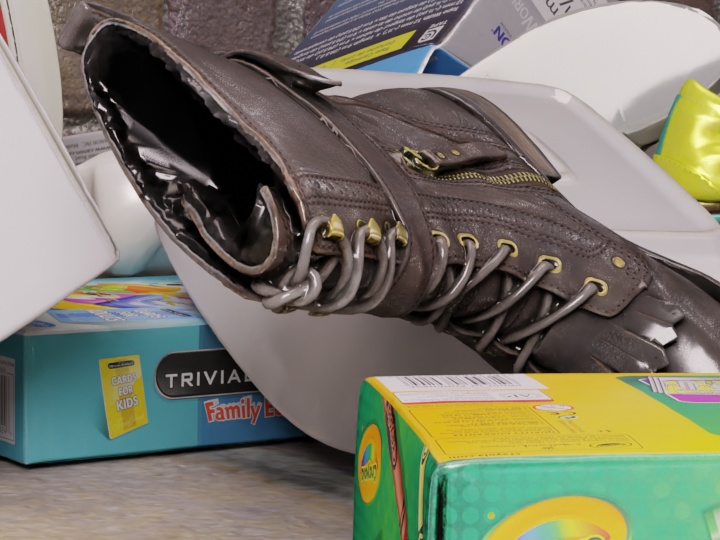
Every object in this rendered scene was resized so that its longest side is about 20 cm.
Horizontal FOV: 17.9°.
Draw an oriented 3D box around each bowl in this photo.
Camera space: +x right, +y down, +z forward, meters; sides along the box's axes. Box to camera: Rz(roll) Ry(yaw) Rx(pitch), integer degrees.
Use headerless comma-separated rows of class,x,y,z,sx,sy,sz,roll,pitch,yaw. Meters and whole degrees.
bowl,0.041,-0.010,0.814,0.198,0.075,0.200,2,28,-27

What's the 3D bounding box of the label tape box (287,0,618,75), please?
label tape box,0.033,-0.101,1.084,0.143,0.066,0.200,-15,31,47

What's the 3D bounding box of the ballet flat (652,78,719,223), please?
ballet flat,0.217,-0.049,0.940,0.198,0.068,0.067,3,3,-11

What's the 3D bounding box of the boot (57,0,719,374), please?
boot,0.021,0.004,0.621,0.200,0.069,0.174,42,18,26

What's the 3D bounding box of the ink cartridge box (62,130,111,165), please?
ink cartridge box,-0.184,-0.010,1.163,0.198,0.044,0.174,-9,-21,8

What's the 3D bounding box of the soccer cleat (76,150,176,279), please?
soccer cleat,-0.091,-0.009,1.008,0.077,0.070,0.200,-8,-11,-8

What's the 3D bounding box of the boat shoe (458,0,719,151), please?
boat shoe,0.066,-0.051,0.975,0.199,0.071,0.064,-24,-34,-5

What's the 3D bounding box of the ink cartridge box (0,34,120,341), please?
ink cartridge box,-0.198,-0.034,0.744,0.146,0.147,0.200,-34,17,-16

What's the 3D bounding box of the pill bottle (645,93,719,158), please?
pill bottle,0.088,-0.053,1.144,0.110,0.112,0.199,-4,-8,-43

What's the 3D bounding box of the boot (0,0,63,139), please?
boot,-0.203,-0.049,0.972,0.143,0.201,0.073,-1,32,-17

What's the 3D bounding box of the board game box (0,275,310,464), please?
board game box,-0.072,0.031,0.865,0.199,0.047,0.151,-3,7,-36

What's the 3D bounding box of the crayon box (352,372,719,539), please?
crayon box,0.104,0.059,0.526,0.198,0.059,0.119,0,6,-7
